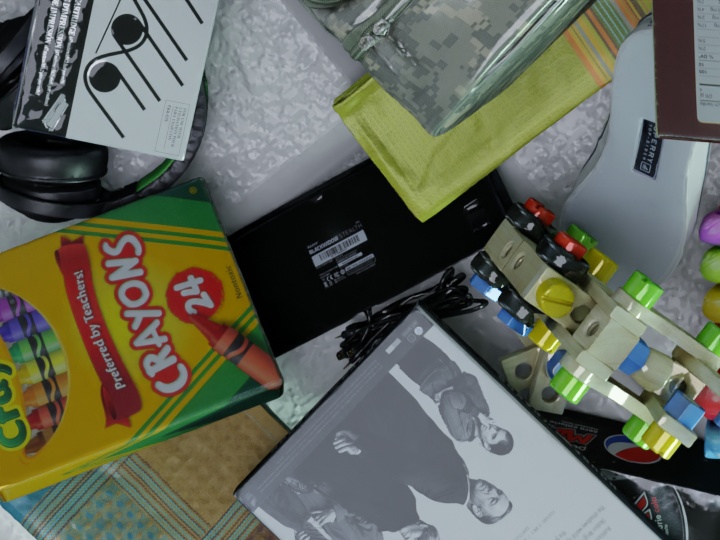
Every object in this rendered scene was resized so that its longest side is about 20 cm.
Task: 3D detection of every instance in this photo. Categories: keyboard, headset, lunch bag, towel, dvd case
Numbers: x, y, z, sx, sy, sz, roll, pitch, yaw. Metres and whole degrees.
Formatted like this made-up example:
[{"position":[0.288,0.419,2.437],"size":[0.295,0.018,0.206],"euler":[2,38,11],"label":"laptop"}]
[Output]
[{"position":[0.000,0.000,1.346],"size":[0.199,0.040,0.104],"euler":[-27,79,21],"label":"keyboard"},{"position":[-0.183,-0.087,1.337],"size":[0.199,0.094,0.124],"euler":[-17,107,1],"label":"headset"},{"position":[0.049,-0.189,1.185],"size":[0.168,0.139,0.200],"euler":[47,112,4],"label":"lunch bag"},{"position":[-0.119,0.110,1.335],"size":[0.200,0.022,0.147],"euler":[44,79,8],"label":"towel"},{"position":[0.053,0.137,1.295],"size":[0.200,0.025,0.150],"euler":[44,101,-3],"label":"dvd case"},{"position":[0.084,-0.116,1.274],"size":[0.200,0.018,0.086],"euler":[-37,90,18],"label":"towel"}]

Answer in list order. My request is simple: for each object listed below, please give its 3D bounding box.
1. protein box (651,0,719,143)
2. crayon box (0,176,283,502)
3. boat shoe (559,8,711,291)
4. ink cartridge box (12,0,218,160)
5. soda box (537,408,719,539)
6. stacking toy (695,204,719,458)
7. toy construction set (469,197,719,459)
[{"position":[0.235,-0.178,1.117],"size":[0.134,0.198,0.201],"euler":[8,113,30],"label":"protein box"},{"position":[-0.156,0.044,1.312],"size":[0.199,0.051,0.127],"euler":[-22,79,-7],"label":"crayon box"},{"position":[0.157,-0.069,1.258],"size":[0.071,0.070,0.201],"euler":[24,138,16],"label":"boat shoe"},{"position":[-0.118,-0.165,1.248],"size":[0.094,0.044,0.201],"euler":[10,106,-11],"label":"ink cartridge box"},{"position":[0.112,0.119,1.338],"size":[0.199,0.071,0.064],"euler":[12,113,7],"label":"soda box"},{"position":[0.220,-0.004,1.264],"size":[0.109,0.116,0.201],"euler":[-9,97,12],"label":"stacking toy"},{"position":[0.124,0.032,1.247],"size":[0.131,0.200,0.092],"euler":[34,84,-19],"label":"toy construction set"}]
